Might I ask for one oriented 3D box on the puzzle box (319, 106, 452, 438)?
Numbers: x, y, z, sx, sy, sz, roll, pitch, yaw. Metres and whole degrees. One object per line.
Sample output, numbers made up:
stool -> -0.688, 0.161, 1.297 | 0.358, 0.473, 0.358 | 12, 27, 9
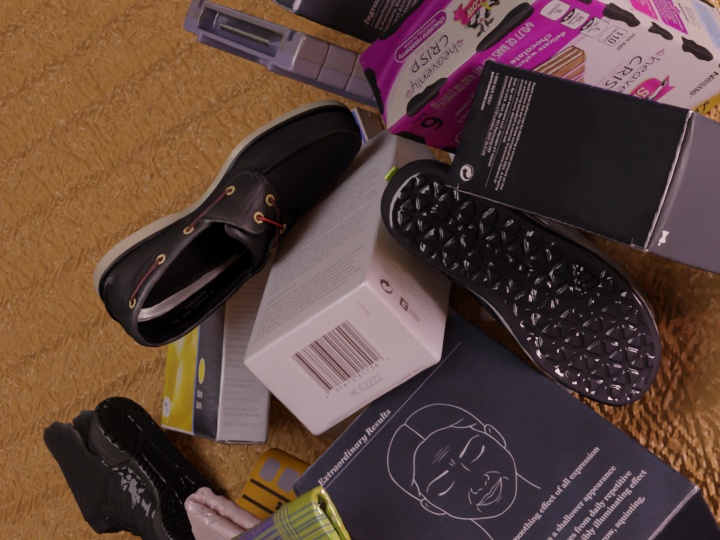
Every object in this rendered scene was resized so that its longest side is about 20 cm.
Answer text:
puzzle box -> -0.010, 0.001, 1.231 | 0.133, 0.025, 0.201 | -38, 57, 30

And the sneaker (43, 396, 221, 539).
sneaker -> -0.169, 0.174, 1.321 | 0.200, 0.060, 0.104 | 51, 138, 20

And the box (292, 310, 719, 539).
box -> 0.087, 0.148, 1.009 | 0.148, 0.107, 0.200 | -46, 52, -9

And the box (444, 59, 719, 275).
box -> 0.168, -0.045, 0.954 | 0.141, 0.200, 0.079 | 24, 97, 42

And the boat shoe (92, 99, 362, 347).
boat shoe -> -0.074, -0.028, 1.095 | 0.201, 0.074, 0.063 | -39, 47, -6

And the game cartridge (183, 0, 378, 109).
game cartridge -> -0.029, -0.141, 1.177 | 0.200, 0.129, 0.039 | 31, 98, 61

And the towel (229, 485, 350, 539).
towel -> -0.024, 0.208, 1.020 | 0.144, 0.023, 0.200 | 53, 148, 5

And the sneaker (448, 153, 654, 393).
sneaker -> 0.098, -0.010, 1.104 | 0.089, 0.075, 0.200 | -52, 53, 29

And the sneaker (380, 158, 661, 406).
sneaker -> 0.097, -0.001, 1.027 | 0.200, 0.083, 0.072 | 42, 96, 4

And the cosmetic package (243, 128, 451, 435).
cosmetic package -> 0.000, 0.000, 1.088 | 0.101, 0.071, 0.200 | -33, 23, 26

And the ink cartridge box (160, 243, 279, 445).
ink cartridge box -> -0.099, 0.019, 1.234 | 0.198, 0.047, 0.201 | 170, 102, -74

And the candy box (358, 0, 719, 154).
candy box -> 0.117, -0.119, 1.017 | 0.136, 0.200, 0.061 | -40, 56, 32

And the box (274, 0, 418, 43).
box -> 0.002, -0.215, 1.136 | 0.148, 0.200, 0.107 | 35, 105, 41

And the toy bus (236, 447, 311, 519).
toy bus -> 0.003, 0.191, 1.146 | 0.200, 0.065, 0.078 | 21, 80, 43

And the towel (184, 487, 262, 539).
towel -> -0.027, 0.250, 1.115 | 0.191, 0.032, 0.201 | 22, 136, 42
